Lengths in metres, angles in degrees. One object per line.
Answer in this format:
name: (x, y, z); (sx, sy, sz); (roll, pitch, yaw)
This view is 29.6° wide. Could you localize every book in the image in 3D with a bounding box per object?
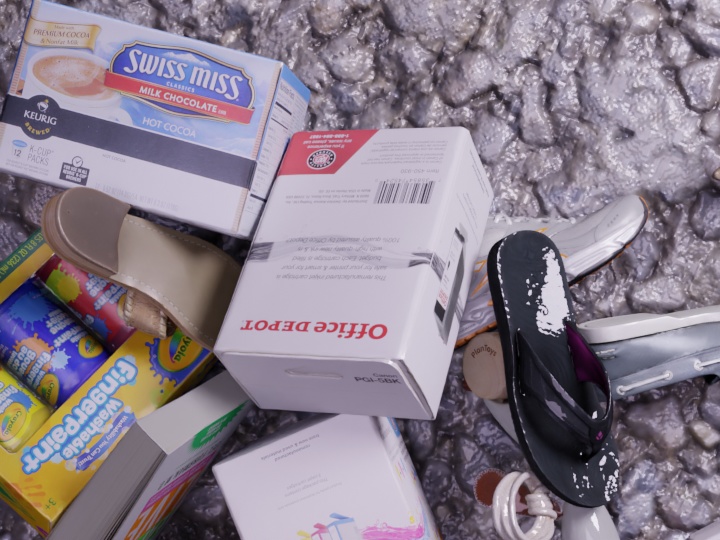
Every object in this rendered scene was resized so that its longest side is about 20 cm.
book: (-0.158, 0.160, 1.003); (0.048, 0.133, 0.200); (43, 122, 11)

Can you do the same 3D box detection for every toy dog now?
toy dog: (0.124, 0.132, 1.017); (0.131, 0.096, 0.201); (18, 58, -29)

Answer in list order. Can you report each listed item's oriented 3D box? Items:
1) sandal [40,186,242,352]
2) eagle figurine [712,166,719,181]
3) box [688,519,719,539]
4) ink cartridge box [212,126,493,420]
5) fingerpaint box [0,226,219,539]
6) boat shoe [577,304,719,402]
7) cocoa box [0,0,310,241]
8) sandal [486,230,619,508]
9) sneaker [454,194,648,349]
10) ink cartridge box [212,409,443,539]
sandal: (-0.158, 0.008, 0.997); (0.069, 0.211, 0.078); (-17, 52, 38)
eagle figurine: (0.364, -0.037, 0.972); (0.200, 0.151, 0.152); (40, 76, 16)
box: (0.313, 0.283, 1.023); (0.041, 0.039, 0.201); (-27, 87, 6)
ink cartridge box: (0.000, 0.000, 0.977); (0.146, 0.083, 0.201); (1, 55, 25)
fingerpaint box: (-0.225, 0.071, 1.033); (0.167, 0.073, 0.200); (41, 65, 5)
boat shoe: (0.260, 0.059, 1.006); (0.198, 0.073, 0.062); (-5, 93, -4)
cocoa box: (-0.154, -0.110, 1.034); (0.199, 0.133, 0.132); (15, 90, 7)
sandal: (0.138, 0.069, 0.949); (0.075, 0.048, 0.202); (-14, 84, -28)
sneaker: (0.119, -0.018, 1.032); (0.199, 0.076, 0.092); (-29, 82, 6)
ink cartridge box: (-0.007, 0.208, 1.022); (0.125, 0.129, 0.201); (-23, 88, 6)
